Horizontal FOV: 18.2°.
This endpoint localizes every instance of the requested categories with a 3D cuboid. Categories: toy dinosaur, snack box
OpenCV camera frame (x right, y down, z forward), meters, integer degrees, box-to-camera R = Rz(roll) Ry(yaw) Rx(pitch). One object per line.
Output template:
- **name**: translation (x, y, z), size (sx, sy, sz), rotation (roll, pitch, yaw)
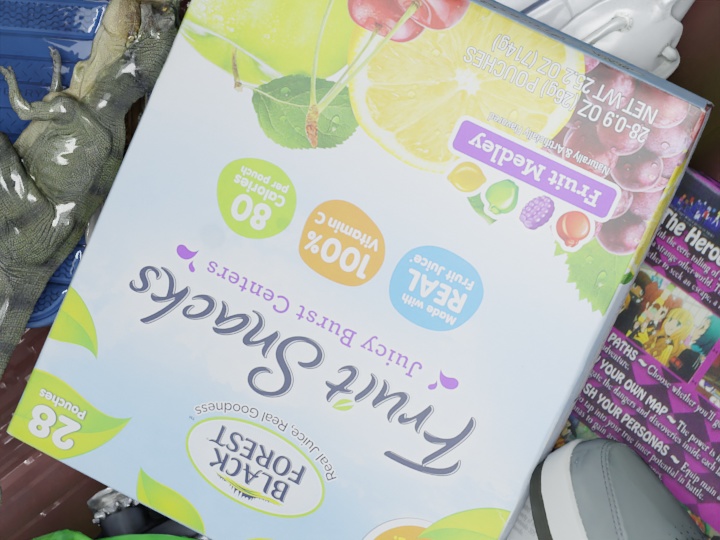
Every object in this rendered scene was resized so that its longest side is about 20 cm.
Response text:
- **toy dinosaur**: translation (-0.129, -0.022, 0.771), size (0.088, 0.047, 0.200), rotation (24, 102, 2)
- **snack box**: translation (0.000, 0.000, 0.752), size (0.169, 0.068, 0.200), rotation (25, 101, 8)

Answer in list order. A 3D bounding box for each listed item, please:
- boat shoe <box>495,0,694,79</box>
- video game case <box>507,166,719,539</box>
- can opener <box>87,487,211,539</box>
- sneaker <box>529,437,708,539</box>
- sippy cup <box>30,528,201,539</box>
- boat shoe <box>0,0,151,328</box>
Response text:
- **boat shoe**: translation (0.081, -0.086, 0.796), size (0.200, 0.074, 0.065), rotation (-28, 94, 16)
- **video game case**: translation (0.136, 0.092, 0.747), size (0.200, 0.036, 0.181), rotation (39, 103, 32)
- **can opener**: translation (-0.123, 0.133, 0.825), size (0.200, 0.063, 0.079), rotation (-23, 85, 9)
- **sneaker**: translation (0.143, 0.109, 0.664), size (0.121, 0.084, 0.200), rotation (-44, 69, 26)
- **sippy cup**: translation (-0.072, 0.180, 0.754), size (0.178, 0.130, 0.140), rotation (26, 112, -25)
- **boat shoe**: translation (-0.109, -0.081, 0.821), size (0.072, 0.072, 0.200), rotation (11, 96, 12)
